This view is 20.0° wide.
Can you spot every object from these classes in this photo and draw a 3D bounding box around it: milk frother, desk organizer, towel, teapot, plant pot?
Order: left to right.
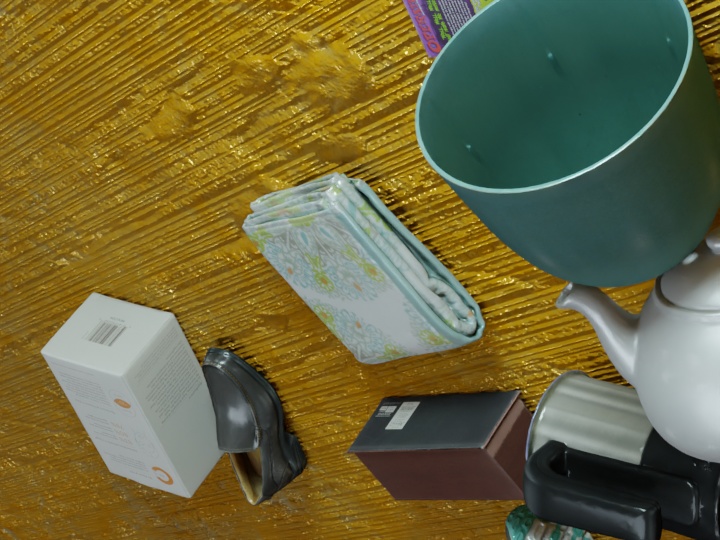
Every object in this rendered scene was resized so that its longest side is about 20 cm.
[{"bbox_3d":[0.000,0.000,1.833,0.200,0.048,0.171,49,151,-18],"label":"towel"},{"bbox_3d":[0.088,0.169,1.941,0.200,0.072,0.077,-8,129,51],"label":"desk organizer"},{"bbox_3d":[0.162,-0.083,1.409,0.200,0.201,0.161,9,149,40],"label":"plant pot"},{"bbox_3d":[0.235,0.118,1.681,0.188,0.180,0.200,13,98,36],"label":"milk frother"},{"bbox_3d":[0.282,0.033,1.454,0.197,0.200,0.146,18,133,52],"label":"teapot"}]

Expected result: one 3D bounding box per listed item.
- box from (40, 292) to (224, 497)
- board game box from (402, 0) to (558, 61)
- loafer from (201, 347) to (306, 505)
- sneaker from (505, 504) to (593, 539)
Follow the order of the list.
[{"bbox_3d":[-0.239,0.136,2.217,0.124,0.098,0.200,13,141,36],"label":"box"},{"bbox_3d":[0.063,-0.237,1.462,0.120,0.032,0.200,4,135,38],"label":"board game box"},{"bbox_3d":[-0.121,0.167,2.157,0.073,0.072,0.200,9,138,42],"label":"loafer"},{"bbox_3d":[0.210,0.309,1.999,0.200,0.078,0.091,44,153,-6],"label":"sneaker"}]
